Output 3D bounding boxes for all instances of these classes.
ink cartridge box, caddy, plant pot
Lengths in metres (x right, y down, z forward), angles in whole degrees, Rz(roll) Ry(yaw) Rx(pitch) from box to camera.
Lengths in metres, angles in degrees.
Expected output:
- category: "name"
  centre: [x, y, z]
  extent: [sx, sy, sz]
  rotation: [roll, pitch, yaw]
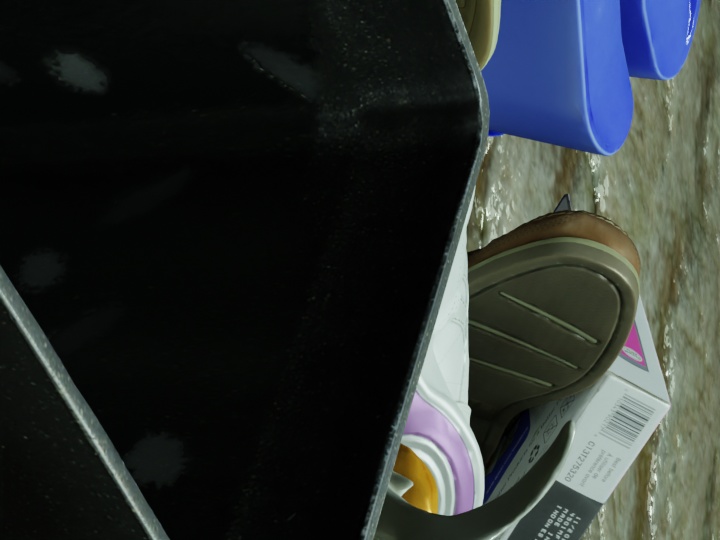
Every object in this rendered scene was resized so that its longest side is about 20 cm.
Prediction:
- category: "ink cartridge box"
  centre: [0.084, 0.045, 0.904]
  extent: [0.095, 0.037, 0.200]
  rotation: [-59, -167, 20]
- category: "caddy"
  centre: [0.089, -0.152, 0.993]
  extent: [0.142, 0.104, 0.201]
  rotation: [-49, 145, -37]
- category: "plant pot"
  centre: [-0.097, -0.034, 0.453]
  extent: [0.201, 0.176, 0.201]
  rotation: [-71, 147, -41]

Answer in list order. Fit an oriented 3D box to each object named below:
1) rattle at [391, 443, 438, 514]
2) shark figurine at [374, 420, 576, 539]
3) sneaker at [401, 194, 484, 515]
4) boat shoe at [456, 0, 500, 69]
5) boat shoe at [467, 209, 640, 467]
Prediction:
- category: "rattle"
  centre: [-0.007, 0.121, 0.698]
  extent: [0.131, 0.142, 0.201]
  rotation: [-89, 156, -52]
- category: "shark figurine"
  centre: [-0.033, 0.019, 0.585]
  extent: [0.089, 0.128, 0.216]
  rotation: [2, 50, -32]
- category: "sneaker"
  centre: [0.000, 0.000, 0.728]
  extent: [0.100, 0.074, 0.202]
  rotation: [-105, -169, -68]
- category: "boat shoe"
  centre: [0.023, -0.181, 0.887]
  extent: [0.063, 0.073, 0.202]
  rotation: [-41, 117, -56]
- category: "boat shoe"
  centre: [0.053, 0.018, 0.832]
  extent: [0.200, 0.071, 0.068]
  rotation: [-48, -161, 56]
